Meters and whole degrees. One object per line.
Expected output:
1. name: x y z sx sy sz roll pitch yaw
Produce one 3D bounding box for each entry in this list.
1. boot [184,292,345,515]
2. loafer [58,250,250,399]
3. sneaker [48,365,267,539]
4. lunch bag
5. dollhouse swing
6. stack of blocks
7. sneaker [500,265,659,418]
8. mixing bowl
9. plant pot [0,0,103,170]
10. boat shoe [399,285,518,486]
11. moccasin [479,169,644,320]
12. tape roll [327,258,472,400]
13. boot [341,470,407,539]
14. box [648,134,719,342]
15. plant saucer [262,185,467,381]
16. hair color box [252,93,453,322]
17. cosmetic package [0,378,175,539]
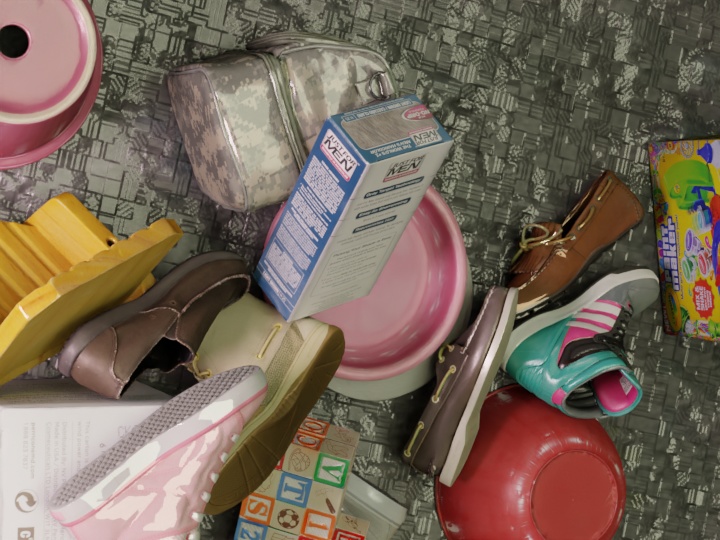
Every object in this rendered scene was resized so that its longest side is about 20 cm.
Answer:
1. boot: -0.127 0.101 1.584 0.155 0.073 0.200 26 67 24
2. loafer: -0.160 0.053 1.528 0.071 0.073 0.200 45 52 15
3. sneaker: -0.140 0.166 1.454 0.200 0.075 0.105 -37 106 -13
4. lunch bag: -0.066 -0.141 1.618 0.167 0.200 0.140 -18 99 -14
5. dollhouse swing: -0.274 -0.010 1.489 0.182 0.176 0.200 44 47 17
6. stack of blocks: -0.053 0.238 1.653 0.114 0.059 0.201 15 111 4
7. sneaker: 0.241 0.077 1.772 0.199 0.084 0.121 -27 58 -26
8. mixing bowl: 0.182 0.215 1.778 0.199 0.108 0.202 -1 93 -20
9. plant pot: -0.302 -0.183 1.531 0.199 0.179 0.202 -1 94 -22
10. boat shoe: 0.094 0.102 1.722 0.059 0.072 0.201 22 104 13
11. moccasin: 0.190 -0.022 1.790 0.201 0.074 0.078 -41 96 -12
12. tape roll: 0.010 0.022 1.740 0.201 0.037 0.204 -1 93 -22
13. boot: -0.057 0.211 1.704 0.200 0.074 0.096 35 87 -13
14. box: 0.391 -0.036 1.803 0.121 0.192 0.201 -8 95 -21
15. plant saucer: 0.000 0.000 1.688 0.199 0.051 0.202 -1 93 -20
16. hair color box: -0.009 -0.051 1.545 0.100 0.200 0.061 -19 60 -39
17. cosmetic package: -0.250 0.182 1.556 0.164 0.200 0.166 0 92 -23
